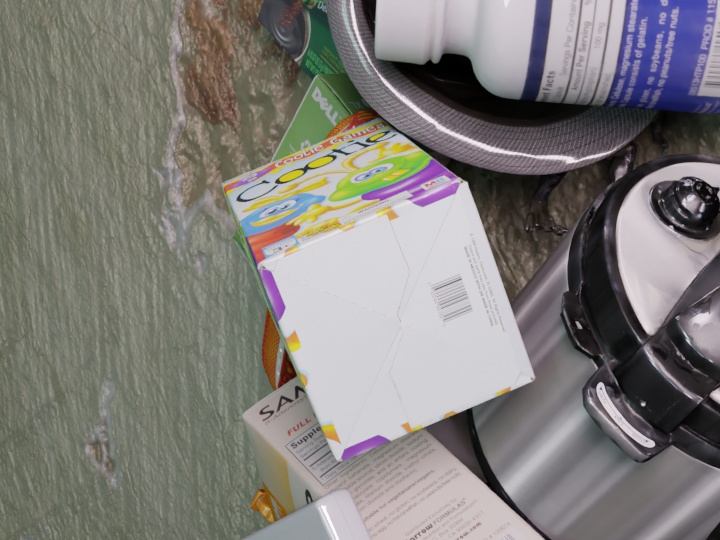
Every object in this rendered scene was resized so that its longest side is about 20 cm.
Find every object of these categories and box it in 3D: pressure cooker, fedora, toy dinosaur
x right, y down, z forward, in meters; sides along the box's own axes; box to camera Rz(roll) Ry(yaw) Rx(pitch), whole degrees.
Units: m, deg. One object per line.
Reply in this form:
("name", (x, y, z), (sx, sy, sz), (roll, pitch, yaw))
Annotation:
("pressure cooker", (0.161, 0.043, 0.701), (0.200, 0.178, 0.177), (122, 155, -48))
("fedora", (0.075, -0.144, 0.784), (0.090, 0.199, 0.178), (-176, 105, -87))
("toy dinosaur", (0.131, -0.068, 0.830), (0.199, 0.047, 0.089), (-19, 66, 47))

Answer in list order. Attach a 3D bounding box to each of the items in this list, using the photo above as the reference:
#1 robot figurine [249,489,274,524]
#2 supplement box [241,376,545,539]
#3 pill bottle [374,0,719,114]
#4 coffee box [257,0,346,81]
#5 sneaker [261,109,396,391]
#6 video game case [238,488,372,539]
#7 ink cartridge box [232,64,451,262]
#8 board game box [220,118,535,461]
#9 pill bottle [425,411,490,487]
("robot figurine", (-0.014, 0.234, 0.874), (0.200, 0.058, 0.145), (50, 123, 34))
("supplement box", (0.027, 0.154, 0.770), (0.200, 0.073, 0.126), (40, 153, 39))
("pill bottle", (0.109, -0.140, 0.678), (0.120, 0.199, 0.121), (5, -90, -88))
("coffee box", (0.006, -0.219, 0.943), (0.123, 0.044, 0.201), (50, 131, 30))
("sneaker", (-0.027, -0.009, 0.873), (0.077, 0.073, 0.201), (56, 133, 55))
("video game case", (-0.004, 0.226, 0.751), (0.201, 0.023, 0.182), (64, 153, 8))
("ink cartridge box", (0.005, -0.078, 0.927), (0.059, 0.103, 0.200), (53, 132, 26))
("board game box", (0.000, 0.000, 0.726), (0.200, 0.102, 0.105), (-126, 14, -73))
("pill bottle", (0.025, 0.103, 0.932), (0.200, 0.112, 0.113), (-29, 76, 47))
